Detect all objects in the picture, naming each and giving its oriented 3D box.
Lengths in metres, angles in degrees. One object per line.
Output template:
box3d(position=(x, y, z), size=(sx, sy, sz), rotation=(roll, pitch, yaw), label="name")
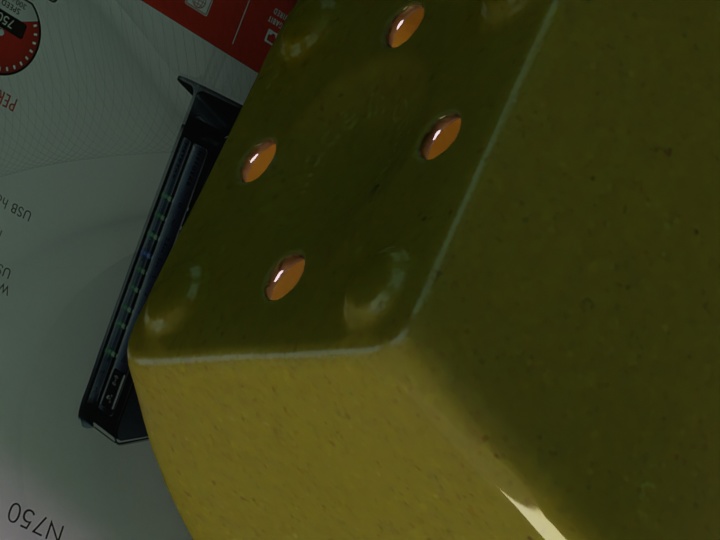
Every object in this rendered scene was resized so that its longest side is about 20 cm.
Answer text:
box3d(position=(0.060, 0.024, 0.727), size=(0.200, 0.196, 0.194), rotation=(37, 156, -30), label="plant pot")
box3d(position=(-0.061, 0.004, 0.795), size=(0.200, 0.180, 0.049), rotation=(30, 161, -33), label="router box")
